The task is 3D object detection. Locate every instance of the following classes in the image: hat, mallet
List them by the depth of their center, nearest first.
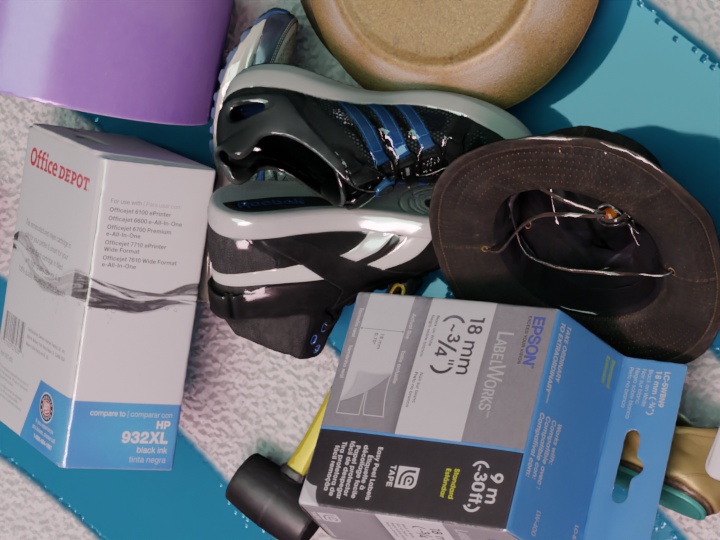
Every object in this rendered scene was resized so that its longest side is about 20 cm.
[{"bbox_3d":[0.136,-0.029,1.256,0.199,0.081,0.201,12,139,10],"label":"hat"},{"bbox_3d":[-0.025,0.083,1.375,0.065,0.041,0.201,26,99,15],"label":"mallet"}]

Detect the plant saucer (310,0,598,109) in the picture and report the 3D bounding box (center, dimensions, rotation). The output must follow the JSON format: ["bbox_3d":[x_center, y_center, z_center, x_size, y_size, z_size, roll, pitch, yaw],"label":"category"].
[{"bbox_3d":[0.051,-0.194,1.284,0.199,0.035,0.202,2,95,23],"label":"plant saucer"}]

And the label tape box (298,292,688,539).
[{"bbox_3d":[0.079,0.095,1.235,0.198,0.063,0.145,5,63,24],"label":"label tape box"}]

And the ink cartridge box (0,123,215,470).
[{"bbox_3d":[-0.172,0.015,1.369,0.145,0.083,0.202,23,106,60],"label":"ink cartridge box"}]

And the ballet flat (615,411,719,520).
[{"bbox_3d":[0.140,0.095,1.301,0.199,0.069,0.063,20,73,18],"label":"ballet flat"}]

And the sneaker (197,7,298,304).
[{"bbox_3d":[-0.053,-0.070,1.363,0.084,0.077,0.202,13,106,11],"label":"sneaker"}]

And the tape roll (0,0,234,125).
[{"bbox_3d":[-0.184,-0.156,1.334,0.199,0.200,0.086,16,99,21],"label":"tape roll"}]

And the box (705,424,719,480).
[{"bbox_3d":[0.325,0.057,1.137,0.198,0.200,0.173,22,104,20],"label":"box"}]

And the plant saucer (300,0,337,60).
[{"bbox_3d":[0.040,-0.209,1.326,0.199,0.037,0.202,2,95,23],"label":"plant saucer"}]

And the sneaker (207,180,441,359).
[{"bbox_3d":[0.000,0.000,1.327,0.198,0.073,0.113,0,120,-7],"label":"sneaker"}]

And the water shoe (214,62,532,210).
[{"bbox_3d":[0.008,-0.068,1.285,0.198,0.072,0.079,10,60,3],"label":"water shoe"}]
